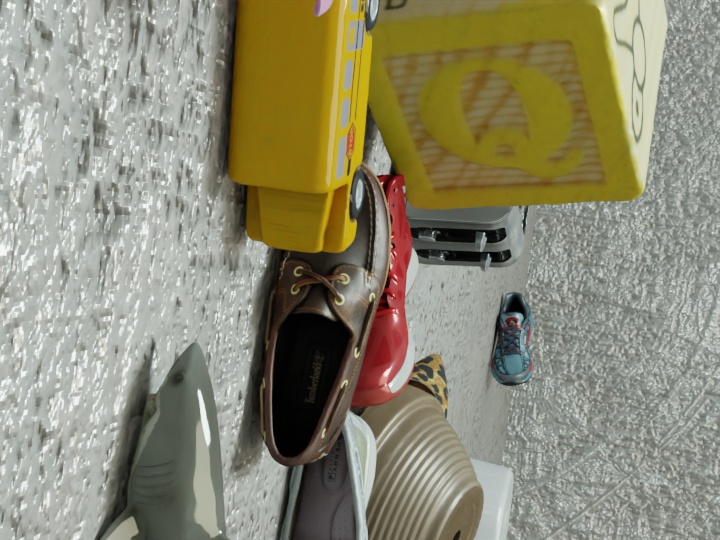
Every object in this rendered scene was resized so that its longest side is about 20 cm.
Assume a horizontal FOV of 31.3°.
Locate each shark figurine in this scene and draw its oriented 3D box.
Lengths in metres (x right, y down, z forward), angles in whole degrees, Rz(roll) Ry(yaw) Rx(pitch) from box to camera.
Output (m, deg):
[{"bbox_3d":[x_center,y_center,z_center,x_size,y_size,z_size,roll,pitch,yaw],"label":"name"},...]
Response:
[{"bbox_3d":[-0.071,0.158,0.653,0.129,0.089,0.216,-68,160,-45],"label":"shark figurine"}]

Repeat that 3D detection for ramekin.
[{"bbox_3d":[0.170,0.381,1.935,0.200,0.097,0.203,8,90,-78],"label":"ramekin"}]

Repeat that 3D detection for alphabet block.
[{"bbox_3d":[0.121,-0.186,0.988,0.196,0.194,0.201,64,33,-42],"label":"alphabet block"}]

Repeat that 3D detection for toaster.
[{"bbox_3d":[0.107,-0.109,1.245,0.181,0.117,0.202,57,42,-74],"label":"toaster"}]

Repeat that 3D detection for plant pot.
[{"bbox_3d":[0.040,0.205,1.067,0.201,0.092,0.202,-43,144,-43],"label":"plant pot"}]

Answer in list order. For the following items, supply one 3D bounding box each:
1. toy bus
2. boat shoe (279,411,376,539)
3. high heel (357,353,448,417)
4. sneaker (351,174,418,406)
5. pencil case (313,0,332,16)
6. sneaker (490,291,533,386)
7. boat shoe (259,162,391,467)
[{"bbox_3d":[-0.031,-0.109,0.707,0.078,0.064,0.202,-43,140,-71],"label":"toy bus"},{"bbox_3d":[-0.027,0.197,0.934,0.065,0.074,0.204,57,38,-64],"label":"boat shoe"},{"bbox_3d":[0.046,0.118,1.208,0.143,0.071,0.201,95,19,-46],"label":"high heel"},{"bbox_3d":[0.000,0.000,0.960,0.201,0.077,0.116,-86,168,-53],"label":"sneaker"},{"bbox_3d":[-0.045,-0.210,0.530,0.088,0.086,0.202,-57,151,-64],"label":"pencil case"},{"bbox_3d":[0.275,0.122,2.363,0.201,0.078,0.096,-82,162,-46],"label":"sneaker"},{"bbox_3d":[-0.023,0.027,0.823,0.070,0.070,0.202,-6,104,-82],"label":"boat shoe"}]
